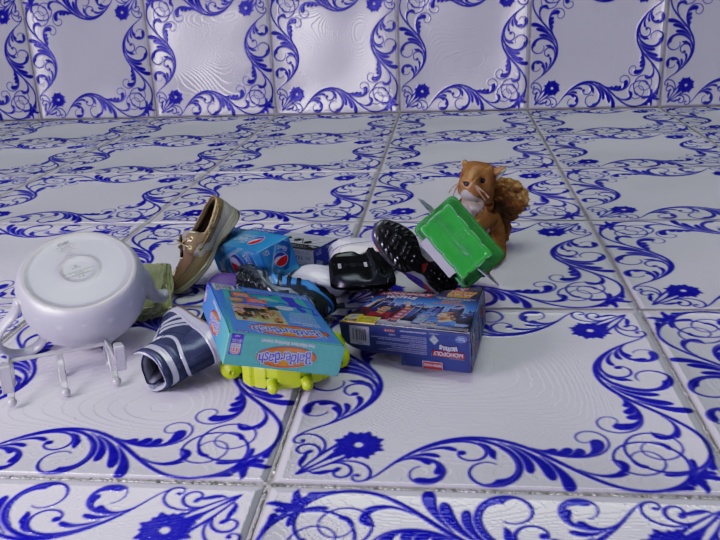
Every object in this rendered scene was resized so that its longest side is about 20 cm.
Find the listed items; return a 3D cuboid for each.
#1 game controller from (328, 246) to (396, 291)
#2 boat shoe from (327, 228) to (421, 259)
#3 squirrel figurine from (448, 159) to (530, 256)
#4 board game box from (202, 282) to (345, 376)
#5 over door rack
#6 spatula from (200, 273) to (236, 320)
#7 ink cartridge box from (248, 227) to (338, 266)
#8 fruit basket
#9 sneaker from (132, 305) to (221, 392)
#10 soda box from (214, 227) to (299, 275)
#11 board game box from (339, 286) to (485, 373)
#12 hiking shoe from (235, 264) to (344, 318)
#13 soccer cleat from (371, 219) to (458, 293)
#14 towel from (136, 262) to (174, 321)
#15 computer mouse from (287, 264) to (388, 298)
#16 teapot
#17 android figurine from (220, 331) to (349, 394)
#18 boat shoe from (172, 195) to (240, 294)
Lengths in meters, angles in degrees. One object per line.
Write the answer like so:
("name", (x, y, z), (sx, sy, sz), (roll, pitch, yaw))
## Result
("game controller", (0.000, 0.000, 1.346), (0.104, 0.042, 0.200), (-12, 13, -1))
("boat shoe", (0.042, -0.027, 1.513), (0.200, 0.071, 0.070), (-6, 47, -21))
("squirrel figurine", (0.234, -0.124, 1.559), (0.141, 0.187, 0.200), (14, 25, 38))
("board game box", (-0.122, 0.075, 1.085), (0.152, 0.045, 0.200), (9, 14, -20))
("over door rack", (-0.391, 0.136, 1.065), (0.148, 0.067, 0.200), (-10, 1, -22))
("spatula", (-0.246, 0.049, 1.378), (0.056, 0.021, 0.200), (0, 21, 2))
("ink cartridge box", (-0.152, -0.044, 1.590), (0.200, 0.044, 0.094), (9, 21, 28))
("fruit basket", (0.161, -0.040, 1.338), (0.094, 0.185, 0.200), (-41, -6, 3))
("sneaker", (-0.275, 0.110, 1.147), (0.108, 0.070, 0.200), (-29, 20, -26))
("soda box", (-0.197, -0.030, 1.475), (0.068, 0.064, 0.200), (-31, 23, -30))
("board game box", (0.103, 0.077, 1.202), (0.200, 0.062, 0.200), (4, 17, 28))
("hiking shoe", (-0.125, 0.041, 1.335), (0.200, 0.075, 0.087), (27, 26, 37))
("soccer cleat", (0.078, -0.019, 1.351), (0.200, 0.068, 0.073), (34, -15, -34))
("towel", (-0.415, 0.041, 1.365), (0.200, 0.037, 0.148), (-5, 34, -8))
("computer mouse", (-0.046, 0.016, 1.417), (0.200, 0.044, 0.110), (3, 22, 13))
("teapot", (-0.417, 0.050, 1.221), (0.200, 0.146, 0.198), (11, 45, 3))
("android figurine", (-0.106, 0.119, 1.143), (0.182, 0.041, 0.200), (-6, 20, -10))
("boat shoe", (-0.296, -0.049, 1.465), (0.074, 0.066, 0.200), (-7, 47, 45))
